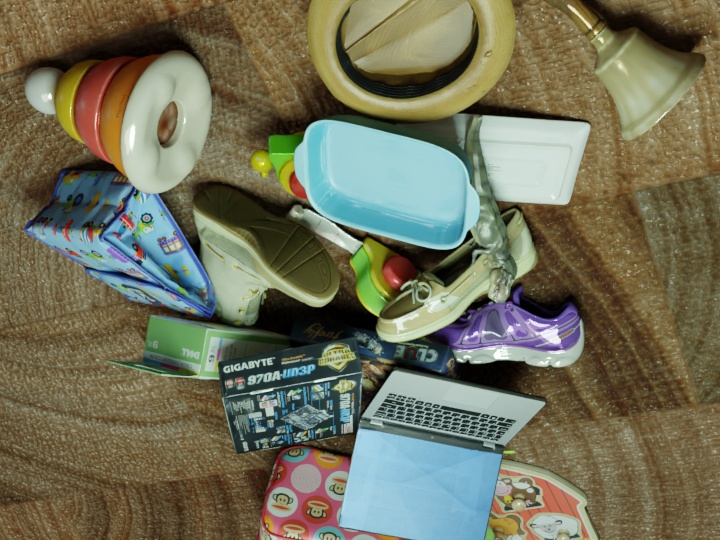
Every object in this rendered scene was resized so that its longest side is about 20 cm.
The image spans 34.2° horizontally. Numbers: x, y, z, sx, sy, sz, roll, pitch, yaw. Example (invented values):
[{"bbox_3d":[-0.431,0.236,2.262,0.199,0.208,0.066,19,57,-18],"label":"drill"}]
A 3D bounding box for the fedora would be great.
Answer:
[{"bbox_3d":[0.047,-0.234,1.093,0.197,0.082,0.203,5,130,6],"label":"fedora"}]

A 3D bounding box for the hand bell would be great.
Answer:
[{"bbox_3d":[0.210,-0.226,1.072,0.200,0.105,0.104,42,129,-8],"label":"hand bell"}]

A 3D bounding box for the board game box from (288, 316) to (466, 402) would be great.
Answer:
[{"bbox_3d":[0.027,0.119,1.386,0.197,0.035,0.136,9,151,27],"label":"board game box"}]

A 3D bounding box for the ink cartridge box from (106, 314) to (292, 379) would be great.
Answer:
[{"bbox_3d":[-0.183,0.090,1.358,0.103,0.060,0.199,10,180,40],"label":"ink cartridge box"}]

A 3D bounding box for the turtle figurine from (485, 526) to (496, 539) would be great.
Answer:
[{"bbox_3d":[0.127,0.395,1.533,0.141,0.203,0.194,3,163,0],"label":"turtle figurine"}]

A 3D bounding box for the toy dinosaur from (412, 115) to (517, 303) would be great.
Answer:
[{"bbox_3d":[0.105,-0.062,1.191,0.087,0.048,0.203,-4,118,23],"label":"toy dinosaur"}]

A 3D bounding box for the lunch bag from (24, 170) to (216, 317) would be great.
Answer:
[{"bbox_3d":[-0.257,-0.017,1.341,0.149,0.095,0.200,6,147,41],"label":"lunch bag"}]

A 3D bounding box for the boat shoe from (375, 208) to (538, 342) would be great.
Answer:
[{"bbox_3d":[0.098,0.006,1.256,0.199,0.073,0.064,-29,116,-7],"label":"boat shoe"}]

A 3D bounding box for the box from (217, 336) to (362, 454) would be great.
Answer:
[{"bbox_3d":[-0.078,0.149,1.352,0.156,0.047,0.201,-10,154,-5],"label":"box"}]

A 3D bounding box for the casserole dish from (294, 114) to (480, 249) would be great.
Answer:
[{"bbox_3d":[0.029,-0.092,1.147,0.197,0.039,0.123,15,131,19],"label":"casserole dish"}]

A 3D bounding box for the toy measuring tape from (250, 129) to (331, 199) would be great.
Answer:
[{"bbox_3d":[-0.018,-0.111,1.236,0.196,0.074,0.074,-1,133,-4],"label":"toy measuring tape"}]

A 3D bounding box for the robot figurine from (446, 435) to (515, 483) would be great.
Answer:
[{"bbox_3d":[0.094,0.242,1.481,0.199,0.117,0.175,-28,126,32],"label":"robot figurine"}]

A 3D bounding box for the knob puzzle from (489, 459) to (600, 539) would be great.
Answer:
[{"bbox_3d":[0.213,0.330,1.590,0.216,0.031,0.222,7,132,8],"label":"knob puzzle"}]

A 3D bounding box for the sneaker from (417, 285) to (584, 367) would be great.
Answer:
[{"bbox_3d":[0.159,0.058,1.347,0.196,0.081,0.085,1,106,14],"label":"sneaker"}]

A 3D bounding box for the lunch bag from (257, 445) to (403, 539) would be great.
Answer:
[{"bbox_3d":[-0.035,0.333,1.552,0.197,0.178,0.083,13,133,2],"label":"lunch bag"}]

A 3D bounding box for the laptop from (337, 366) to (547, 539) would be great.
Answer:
[{"bbox_3d":[0.092,0.221,1.341,0.184,0.117,0.201,12,146,-13],"label":"laptop"}]

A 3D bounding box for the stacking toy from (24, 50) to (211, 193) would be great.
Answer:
[{"bbox_3d":[-0.266,-0.175,1.216,0.197,0.146,0.148,20,136,21],"label":"stacking toy"}]

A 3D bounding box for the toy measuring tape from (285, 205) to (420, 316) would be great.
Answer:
[{"bbox_3d":[0.000,0.000,1.310,0.198,0.074,0.074,30,131,-13],"label":"toy measuring tape"}]

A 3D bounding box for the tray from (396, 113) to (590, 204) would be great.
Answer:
[{"bbox_3d":[0.130,-0.109,1.198,0.196,0.022,0.108,3,134,-5],"label":"tray"}]

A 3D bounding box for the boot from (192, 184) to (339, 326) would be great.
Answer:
[{"bbox_3d":[-0.111,0.011,1.324,0.199,0.072,0.156,34,141,20],"label":"boot"}]
